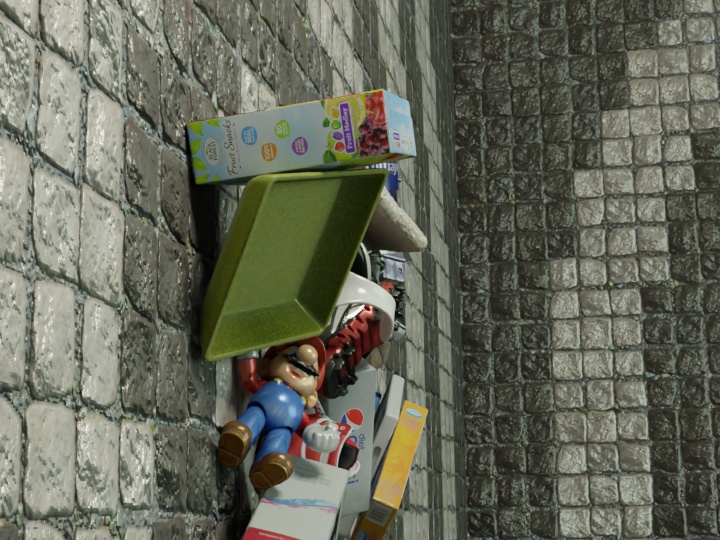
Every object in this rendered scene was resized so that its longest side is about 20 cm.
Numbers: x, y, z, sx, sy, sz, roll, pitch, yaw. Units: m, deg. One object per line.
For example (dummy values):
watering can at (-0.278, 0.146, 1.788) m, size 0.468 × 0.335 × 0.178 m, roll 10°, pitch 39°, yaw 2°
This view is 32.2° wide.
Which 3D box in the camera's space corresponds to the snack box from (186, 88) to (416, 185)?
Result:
snack box at (-0.054, -0.131, 1.263) m, size 0.169 × 0.198 × 0.069 m, roll -17°, pitch 100°, yaw -78°

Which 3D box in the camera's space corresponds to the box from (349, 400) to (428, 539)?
box at (0.040, 0.269, 1.671) m, size 0.201 × 0.041 × 0.120 m, roll -70°, pitch -178°, yaw -48°

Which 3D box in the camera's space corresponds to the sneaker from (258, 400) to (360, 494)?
sneaker at (-0.050, 0.174, 1.440) m, size 0.201 × 0.111 × 0.072 m, roll -82°, pitch 164°, yaw -47°

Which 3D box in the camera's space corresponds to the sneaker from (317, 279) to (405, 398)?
sneaker at (-0.020, 0.067, 1.475) m, size 0.200 × 0.097 × 0.071 m, roll -47°, pitch 143°, yaw -43°

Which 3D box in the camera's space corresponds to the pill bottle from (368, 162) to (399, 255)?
pill bottle at (-0.003, -0.121, 1.762) m, size 0.116 × 0.114 × 0.203 m, roll -18°, pitch 105°, yaw -79°

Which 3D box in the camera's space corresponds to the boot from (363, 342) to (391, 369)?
boot at (0.020, 0.068, 1.905) m, size 0.146 × 0.070 × 0.202 m, roll -56°, pitch 159°, yaw -54°

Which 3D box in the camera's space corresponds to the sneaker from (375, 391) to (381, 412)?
sneaker at (-0.017, 0.207, 1.726) m, size 0.200 × 0.073 × 0.083 m, roll -27°, pitch 123°, yaw -78°

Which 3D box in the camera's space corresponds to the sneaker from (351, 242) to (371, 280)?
sneaker at (-0.042, 0.048, 1.529) m, size 0.090 × 0.069 × 0.202 m, roll -47°, pitch 155°, yaw -56°

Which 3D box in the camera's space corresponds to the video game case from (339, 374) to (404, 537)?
video game case at (0.016, 0.254, 1.744) m, size 0.200 × 0.023 × 0.183 m, roll -69°, pitch -178°, yaw -79°

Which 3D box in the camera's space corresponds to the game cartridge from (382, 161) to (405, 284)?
game cartridge at (0.013, -0.086, 1.884) m, size 0.129 × 0.038 × 0.202 m, roll 15°, pitch 67°, yaw -47°

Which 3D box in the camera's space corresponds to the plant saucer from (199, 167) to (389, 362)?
plant saucer at (-0.076, -0.019, 1.242) m, size 0.199 × 0.048 × 0.202 m, roll -10°, pitch 128°, yaw -55°

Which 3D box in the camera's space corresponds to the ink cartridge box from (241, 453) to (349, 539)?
ink cartridge box at (-0.075, 0.300, 1.261) m, size 0.200 × 0.082 × 0.147 m, roll -65°, pitch 166°, yaw -68°

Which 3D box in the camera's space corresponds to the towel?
towel at (0.002, -0.077, 1.591) m, size 0.133 × 0.035 × 0.200 m, roll 49°, pitch -17°, yaw -20°

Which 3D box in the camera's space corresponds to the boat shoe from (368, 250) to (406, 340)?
boat shoe at (0.000, 0.000, 1.596) m, size 0.200 × 0.071 × 0.072 m, roll 48°, pitch 1°, yaw -8°

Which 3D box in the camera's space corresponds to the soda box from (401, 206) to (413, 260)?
soda box at (0.039, -0.070, 2.051) m, size 0.200 × 0.067 × 0.064 m, roll 56°, pitch 31°, yaw -71°

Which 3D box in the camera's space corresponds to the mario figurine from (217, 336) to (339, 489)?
mario figurine at (-0.079, 0.125, 1.305) m, size 0.201 × 0.105 × 0.124 m, roll -68°, pitch 142°, yaw -54°

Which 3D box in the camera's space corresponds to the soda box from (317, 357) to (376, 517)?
soda box at (-0.026, 0.204, 1.544) m, size 0.063 × 0.068 × 0.202 m, roll 36°, pitch -50°, yaw 54°

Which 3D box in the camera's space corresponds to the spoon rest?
spoon rest at (-0.043, 0.022, 1.381) m, size 0.061 × 0.198 × 0.100 m, roll -44°, pitch -146°, yaw 48°
